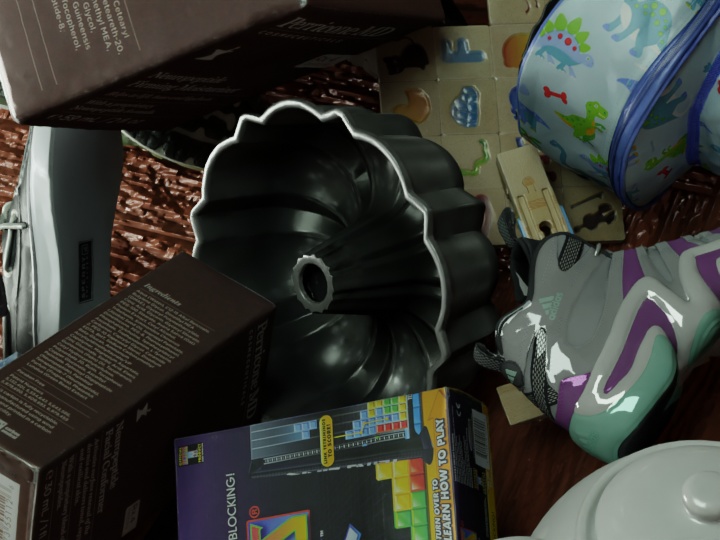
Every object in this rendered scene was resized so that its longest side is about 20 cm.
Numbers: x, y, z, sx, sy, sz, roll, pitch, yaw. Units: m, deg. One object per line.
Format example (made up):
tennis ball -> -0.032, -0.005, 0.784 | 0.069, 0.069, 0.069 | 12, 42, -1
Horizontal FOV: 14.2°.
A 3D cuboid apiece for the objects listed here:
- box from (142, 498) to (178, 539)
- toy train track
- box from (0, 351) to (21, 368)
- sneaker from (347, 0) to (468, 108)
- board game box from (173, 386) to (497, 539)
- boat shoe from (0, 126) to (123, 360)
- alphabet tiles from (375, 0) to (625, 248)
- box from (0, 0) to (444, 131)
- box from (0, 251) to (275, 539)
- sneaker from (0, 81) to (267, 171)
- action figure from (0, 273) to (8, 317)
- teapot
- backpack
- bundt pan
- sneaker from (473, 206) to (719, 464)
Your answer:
box -> -0.041, 0.190, 1.573 | 0.200, 0.036, 0.143 | 23, 74, 33
toy train track -> 0.117, 0.025, 1.586 | 0.114, 0.033, 0.201 | -17, 67, -6
box -> -0.250, 0.142, 1.636 | 0.200, 0.040, 0.137 | -25, 46, 40
sneaker -> -0.003, -0.136, 1.732 | 0.115, 0.076, 0.201 | -37, 56, 21
board game box -> -0.010, 0.173, 1.489 | 0.165, 0.057, 0.201 | -12, 71, 24
boat shoe -> -0.184, -0.023, 1.700 | 0.068, 0.074, 0.200 | 6, 103, 32
alphabet tiles -> 0.092, -0.109, 1.649 | 0.166, 0.008, 0.201 | -2, 72, -6
box -> -0.092, -0.186, 1.606 | 0.199, 0.166, 0.165 | -19, 82, 28
box -> -0.135, 0.083, 1.540 | 0.075, 0.100, 0.200 | 28, 40, 23
sneaker -> -0.146, -0.104, 1.762 | 0.199, 0.089, 0.077 | 20, 75, 4
action figure -> -0.270, 0.051, 1.679 | 0.130, 0.200, 0.070 | -26, 84, -31
teapot -> 0.159, 0.154, 1.404 | 0.197, 0.146, 0.200 | 23, 52, 23
backpack -> 0.185, -0.128, 1.559 | 0.147, 0.183, 0.200 | 39, 79, 18
bundt pan -> 0.000, 0.000, 1.588 | 0.201, 0.076, 0.203 | 15, 112, 43
sneaker -> 0.137, 0.002, 1.528 | 0.140, 0.078, 0.200 | 33, 49, 19
